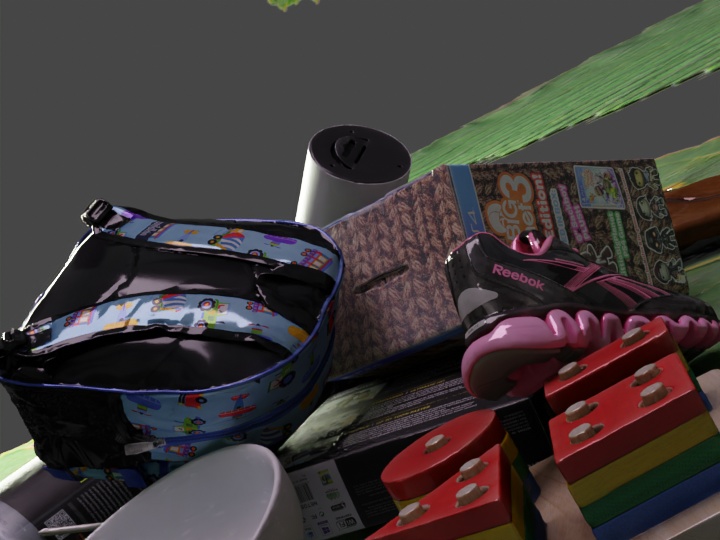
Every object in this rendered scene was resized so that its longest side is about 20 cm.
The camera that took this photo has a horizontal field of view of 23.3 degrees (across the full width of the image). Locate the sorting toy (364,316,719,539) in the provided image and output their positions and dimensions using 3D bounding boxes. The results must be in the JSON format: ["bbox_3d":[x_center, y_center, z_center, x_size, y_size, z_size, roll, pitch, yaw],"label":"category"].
[{"bbox_3d":[0.089,0.103,0.838,0.198,0.070,0.200,-29,8,9],"label":"sorting toy"}]

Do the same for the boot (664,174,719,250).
[{"bbox_3d":[0.247,-0.060,1.325,0.200,0.069,0.188,-25,9,31],"label":"boot"}]

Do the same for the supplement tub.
[{"bbox_3d":[-0.186,0.175,1.241,0.200,0.123,0.122,-36,9,-36],"label":"supplement tub"}]

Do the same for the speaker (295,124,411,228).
[{"bbox_3d":[-0.016,-0.010,1.347,0.081,0.081,0.201,-38,-32,-47],"label":"speaker"}]

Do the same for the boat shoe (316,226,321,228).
[{"bbox_3d":[0.000,0.000,1.249,0.200,0.062,0.075,-25,-36,-31],"label":"boat shoe"}]

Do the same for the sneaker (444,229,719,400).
[{"bbox_3d":[0.124,0.017,0.967,0.199,0.096,0.079,4,-37,-43],"label":"sneaker"}]

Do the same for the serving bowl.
[{"bbox_3d":[-0.106,0.189,0.974,0.200,0.066,0.200,-34,20,14],"label":"serving bowl"}]

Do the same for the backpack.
[{"bbox_3d":[-0.102,0.049,1.100,0.199,0.135,0.183,0,38,21],"label":"backpack"}]

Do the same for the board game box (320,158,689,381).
[{"bbox_3d":[0.087,-0.001,1.152,0.199,0.097,0.159,-5,-14,-41],"label":"board game box"}]

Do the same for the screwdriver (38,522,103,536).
[{"bbox_3d":[-0.114,0.161,1.140,0.199,0.028,0.029,-5,-15,0],"label":"screwdriver"}]

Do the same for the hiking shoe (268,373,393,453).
[{"bbox_3d":[-0.040,0.116,1.227,0.199,0.076,0.101,-16,-25,-38],"label":"hiking shoe"}]

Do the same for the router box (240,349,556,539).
[{"bbox_3d":[0.045,0.097,1.064,0.199,0.051,0.149,-20,11,27],"label":"router box"}]
